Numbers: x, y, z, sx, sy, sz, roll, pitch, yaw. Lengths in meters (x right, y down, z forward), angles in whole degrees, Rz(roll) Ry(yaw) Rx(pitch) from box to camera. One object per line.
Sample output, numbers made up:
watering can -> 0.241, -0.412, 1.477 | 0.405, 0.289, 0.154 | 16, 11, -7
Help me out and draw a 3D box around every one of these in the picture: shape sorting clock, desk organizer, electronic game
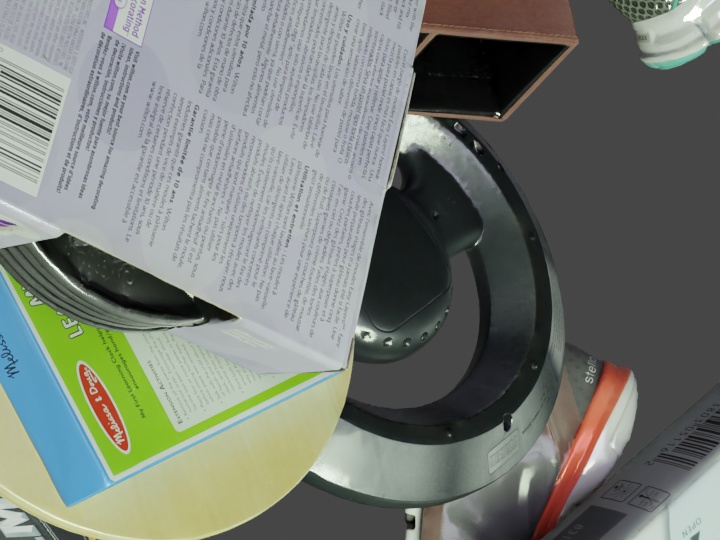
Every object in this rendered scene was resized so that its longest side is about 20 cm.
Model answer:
shape sorting clock -> -0.089, 0.003, 0.999 | 0.200, 0.039, 0.200 | 19, 58, -32
desk organizer -> -0.019, -0.113, 1.086 | 0.200, 0.072, 0.077 | 2, 62, -28
electronic game -> 0.000, 0.000, 1.109 | 0.200, 0.042, 0.200 | 17, 57, -28

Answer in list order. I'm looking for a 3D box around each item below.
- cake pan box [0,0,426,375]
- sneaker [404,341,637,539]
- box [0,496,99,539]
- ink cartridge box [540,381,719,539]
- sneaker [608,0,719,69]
cake pan box -> -0.062, -0.078, 0.952 | 0.184, 0.052, 0.200 | 25, 69, -37
sneaker -> 0.038, 0.112, 1.166 | 0.082, 0.077, 0.200 | 32, 75, -8
box -> -0.116, 0.007, 1.054 | 0.200, 0.050, 0.199 | 55, 40, -16
ink cartridge box -> 0.149, 0.171, 1.170 | 0.160, 0.047, 0.200 | -38, 118, -30
sneaker -> 0.166, -0.183, 1.171 | 0.091, 0.078, 0.200 | 43, 81, -13
